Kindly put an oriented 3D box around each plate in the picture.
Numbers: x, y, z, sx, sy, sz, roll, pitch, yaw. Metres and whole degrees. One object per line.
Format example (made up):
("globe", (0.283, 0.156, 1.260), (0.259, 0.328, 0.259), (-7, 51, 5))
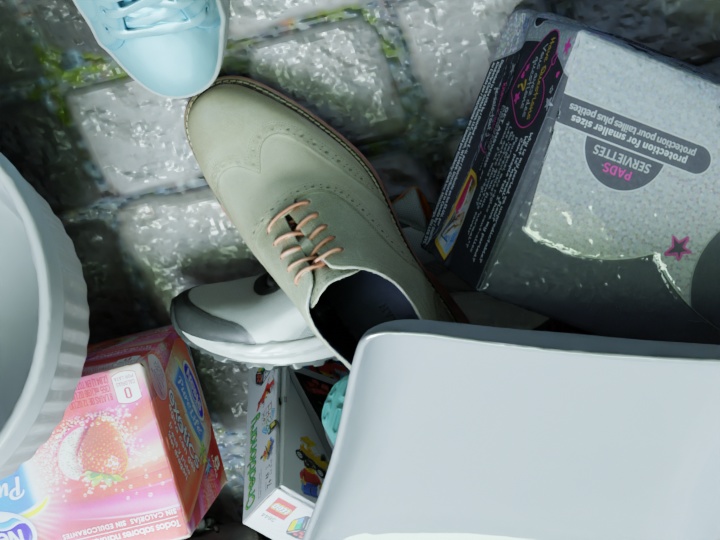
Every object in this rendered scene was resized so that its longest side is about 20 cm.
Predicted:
("plate", (0.082, 0.083, 1.152), (0.199, 0.032, 0.200), (5, 143, -8))

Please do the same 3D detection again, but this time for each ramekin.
("ramekin", (-0.225, 0.024, 1.195), (0.199, 0.201, 0.105), (-14, 171, 11))

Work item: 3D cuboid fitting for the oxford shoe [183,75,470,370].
("oxford shoe", (-0.015, -0.015, 1.189), (0.071, 0.074, 0.200), (-43, 83, 10))

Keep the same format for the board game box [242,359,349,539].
("board game box", (0.028, 0.123, 1.313), (0.200, 0.126, 0.035), (31, 122, -22))

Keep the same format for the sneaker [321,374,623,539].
("sneaker", (0.067, 0.112, 1.273), (0.200, 0.078, 0.091), (26, 166, -8))

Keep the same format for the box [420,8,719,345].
("box", (0.152, -0.027, 1.172), (0.199, 0.115, 0.133), (20, 96, -16))

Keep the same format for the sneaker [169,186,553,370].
("sneaker", (0.000, 0.000, 1.259), (0.199, 0.074, 0.080), (-10, 109, 8))

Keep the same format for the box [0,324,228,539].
("box", (-0.182, 0.102, 1.295), (0.199, 0.103, 0.095), (-14, 99, 10))

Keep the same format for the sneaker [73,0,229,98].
("sneaker", (-0.111, -0.147, 1.123), (0.074, 0.082, 0.200), (-12, 128, 11))

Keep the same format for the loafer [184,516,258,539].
("loafer", (-0.063, 0.164, 1.394), (0.200, 0.072, 0.063), (28, 105, -28))

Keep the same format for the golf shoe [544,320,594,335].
("golf shoe", (0.152, 0.072, 1.313), (0.199, 0.073, 0.092), (11, 149, 4))
